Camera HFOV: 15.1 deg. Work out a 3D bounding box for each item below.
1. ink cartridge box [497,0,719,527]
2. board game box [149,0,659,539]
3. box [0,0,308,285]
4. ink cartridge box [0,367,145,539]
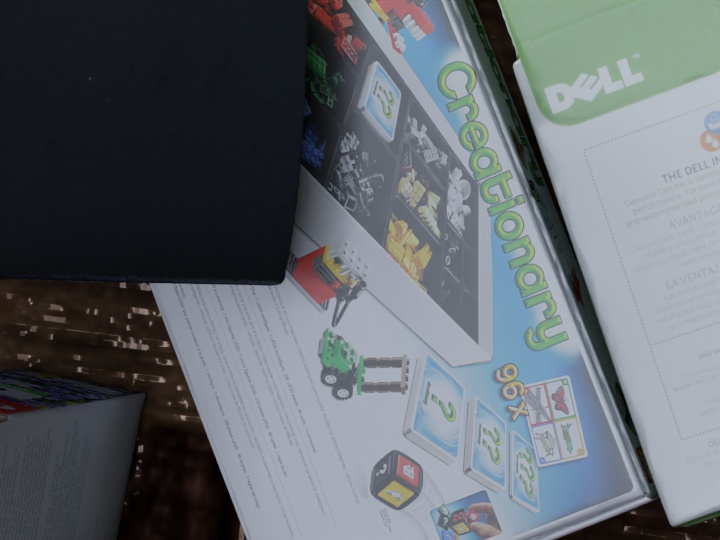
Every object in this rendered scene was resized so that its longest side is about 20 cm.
[{"bbox_3d":[0.112,-0.034,0.811,0.104,0.059,0.200,-20,85,13],"label":"ink cartridge box"},{"bbox_3d":[0.000,0.000,0.852,0.126,0.035,0.200,-22,85,14],"label":"board game box"},{"bbox_3d":[-0.137,-0.053,0.800,0.200,0.148,0.104,5,91,36],"label":"box"},{"bbox_3d":[-0.123,0.088,0.797,0.050,0.200,0.109,12,92,13],"label":"ink cartridge box"}]
